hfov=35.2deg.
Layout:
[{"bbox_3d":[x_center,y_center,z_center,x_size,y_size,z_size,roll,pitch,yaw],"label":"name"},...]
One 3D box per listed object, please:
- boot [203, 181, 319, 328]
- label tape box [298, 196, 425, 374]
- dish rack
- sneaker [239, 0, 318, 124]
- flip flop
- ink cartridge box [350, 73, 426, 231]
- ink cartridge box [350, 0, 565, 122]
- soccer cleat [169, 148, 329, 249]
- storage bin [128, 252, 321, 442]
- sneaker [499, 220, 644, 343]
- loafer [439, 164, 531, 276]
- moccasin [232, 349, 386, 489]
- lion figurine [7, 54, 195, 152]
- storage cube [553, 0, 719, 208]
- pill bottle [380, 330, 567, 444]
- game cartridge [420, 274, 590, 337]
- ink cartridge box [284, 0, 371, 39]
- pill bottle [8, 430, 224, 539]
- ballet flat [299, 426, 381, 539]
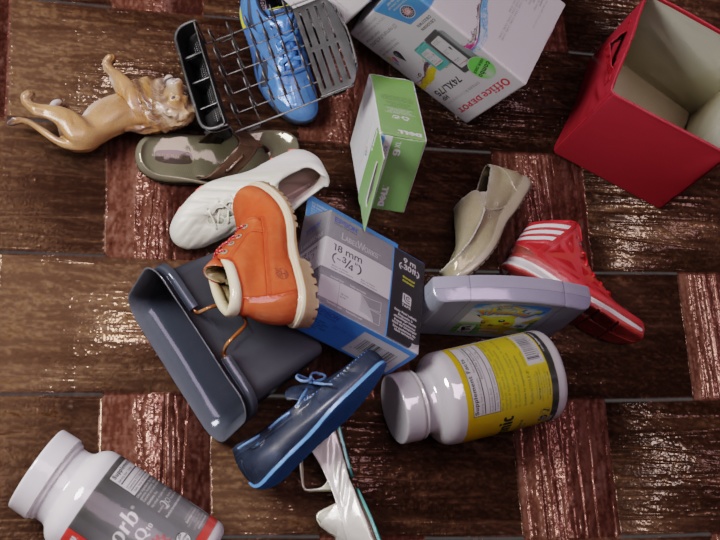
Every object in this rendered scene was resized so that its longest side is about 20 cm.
[{"bbox_3d":[-0.121,-0.024,1.220,0.107,0.075,0.200,1,45,-25],"label":"boot"},{"bbox_3d":[0.000,0.000,1.314,0.144,0.063,0.200,29,46,-25],"label":"label tape box"},{"bbox_3d":[-0.108,-0.250,1.348,0.200,0.055,0.153,-20,69,4],"label":"dish rack"},{"bbox_3d":[-0.101,-0.282,1.431,0.066,0.078,0.200,-15,77,-22],"label":"sneaker"},{"bbox_3d":[-0.170,-0.142,1.370,0.200,0.058,0.081,1,71,-15],"label":"flip flop"},{"bbox_3d":[0.034,-0.140,1.354,0.059,0.104,0.200,9,36,-12],"label":"ink cartridge box"},{"bbox_3d":[0.125,-0.321,1.450,0.200,0.147,0.146,35,64,-15],"label":"ink cartridge box"},{"bbox_3d":[-0.130,-0.082,1.333,0.200,0.078,0.069,-30,125,-13],"label":"soccer cleat"},{"bbox_3d":[-0.142,0.063,1.270,0.134,0.146,0.200,-30,82,-33],"label":"storage bin"},{"bbox_3d":[0.287,0.003,1.441,0.200,0.078,0.116,31,67,-5],"label":"sneaker"},{"bbox_3d":[0.144,-0.057,1.426,0.068,0.076,0.200,35,56,0],"label":"loafer"},{"bbox_3d":[-0.061,0.151,1.241,0.200,0.080,0.068,-42,69,-5],"label":"moccasin"},{"bbox_3d":[-0.299,-0.182,1.335,0.200,0.072,0.123,-33,72,-18],"label":"lion figurine"},{"bbox_3d":[0.386,-0.219,1.492,0.200,0.180,0.171,26,66,-5],"label":"storage cube"},{"bbox_3d":[0.130,0.141,1.327,0.200,0.111,0.111,-10,74,-18],"label":"pill bottle"},{"bbox_3d":[0.166,0.044,1.360,0.200,0.133,0.040,3,64,-14],"label":"game cartridge"},{"bbox_3d":[0.005,-0.406,1.409,0.085,0.200,0.146,38,36,-26],"label":"ink cartridge box"},{"bbox_3d":[-0.252,0.259,1.172,0.200,0.116,0.116,34,65,-2],"label":"pill bottle"},{"bbox_3d":[-0.028,0.250,1.274,0.069,0.069,0.200,-14,70,-20],"label":"ballet flat"}]
